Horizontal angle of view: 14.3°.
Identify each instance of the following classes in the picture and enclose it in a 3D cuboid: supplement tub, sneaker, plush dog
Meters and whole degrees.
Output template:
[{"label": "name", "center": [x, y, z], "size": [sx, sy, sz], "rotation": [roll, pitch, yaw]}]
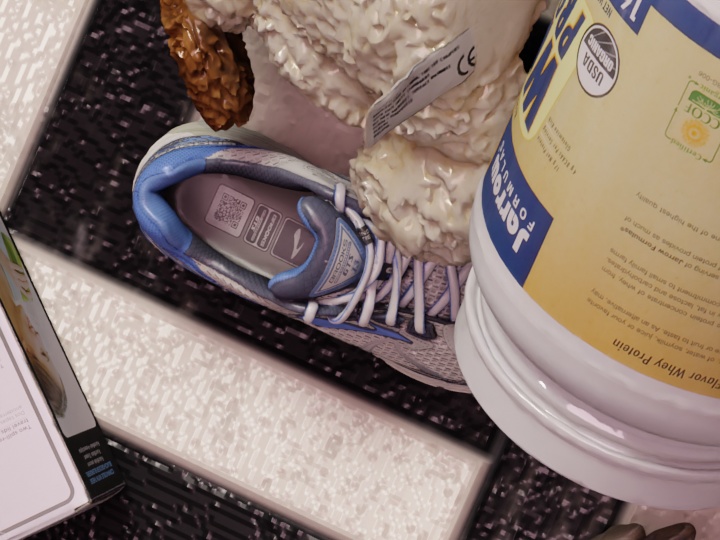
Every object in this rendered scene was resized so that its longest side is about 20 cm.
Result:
[{"label": "supplement tub", "center": [0.119, -0.036, 0.924], "size": [0.144, 0.145, 0.201], "rotation": [27, 126, 7]}, {"label": "sneaker", "center": [0.000, 0.000, 1.100], "size": [0.199, 0.085, 0.078], "rotation": [16, 95, 7]}, {"label": "plush dog", "center": [-0.006, -0.122, 1.019], "size": [0.171, 0.160, 0.201], "rotation": [23, 91, 39]}]

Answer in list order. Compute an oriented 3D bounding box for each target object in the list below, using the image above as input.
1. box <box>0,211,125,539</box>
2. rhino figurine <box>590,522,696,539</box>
[{"label": "box", "center": [-0.190, 0.023, 1.144], "size": [0.116, 0.060, 0.201], "rotation": [-26, 88, 9]}, {"label": "rhino figurine", "center": [0.057, 0.172, 1.111], "size": [0.199, 0.060, 0.088], "rotation": [-26, 99, 12]}]
